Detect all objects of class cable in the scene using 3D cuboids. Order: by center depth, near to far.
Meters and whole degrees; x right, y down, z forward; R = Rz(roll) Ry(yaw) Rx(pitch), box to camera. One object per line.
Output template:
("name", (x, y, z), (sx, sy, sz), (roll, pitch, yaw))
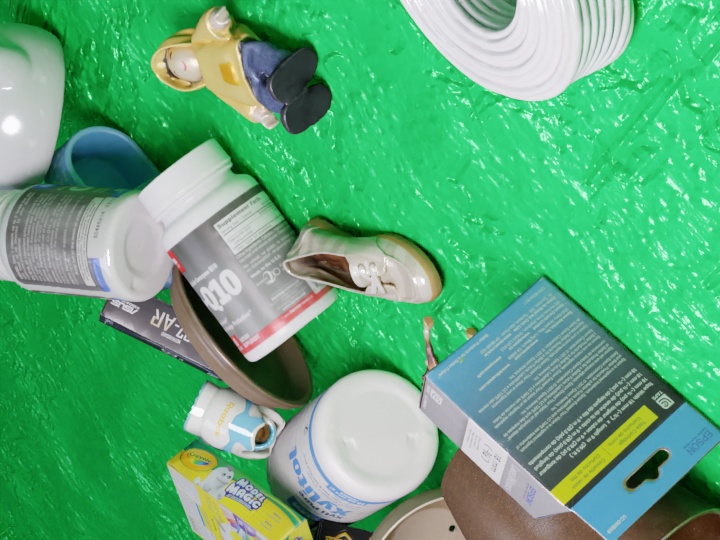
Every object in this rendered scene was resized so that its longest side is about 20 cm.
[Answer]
("cable", (0.095, -0.210, 1.263), (0.200, 0.069, 0.201), (35, 150, 32))

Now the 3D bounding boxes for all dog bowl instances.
("dog bowl", (-0.251, -0.072, 2.001), (0.200, 0.111, 0.050), (50, 141, 7))

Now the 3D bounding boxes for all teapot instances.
("teapot", (-0.407, -0.177, 1.997), (0.197, 0.145, 0.201), (-128, 49, -61))

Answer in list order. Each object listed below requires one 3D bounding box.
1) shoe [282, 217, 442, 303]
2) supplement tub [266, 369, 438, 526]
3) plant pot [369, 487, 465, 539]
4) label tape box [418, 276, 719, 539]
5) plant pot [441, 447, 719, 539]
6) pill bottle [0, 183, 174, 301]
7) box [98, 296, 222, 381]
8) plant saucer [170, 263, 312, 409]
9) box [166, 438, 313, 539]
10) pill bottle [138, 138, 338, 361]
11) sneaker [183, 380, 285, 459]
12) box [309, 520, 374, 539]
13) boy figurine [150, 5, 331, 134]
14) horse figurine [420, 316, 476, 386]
("shoe", (0.000, 0.000, 1.720), (0.200, 0.053, 0.070), (17, 138, 51))
("supplement tub", (-0.011, 0.185, 1.892), (0.132, 0.132, 0.200), (51, 155, 3))
("plant pot", (0.085, 0.298, 1.836), (0.201, 0.200, 0.134), (59, 175, -14))
("label tape box", (0.166, 0.121, 1.486), (0.200, 0.144, 0.063), (43, 153, 20))
("plant pot", (0.170, 0.215, 1.559), (0.200, 0.187, 0.187), (39, 152, 30))
("pill bottle", (-0.297, -0.031, 1.912), (0.199, 0.114, 0.114), (5, 131, 32))
("box", (-0.206, 0.068, 2.038), (0.160, 0.044, 0.200), (27, 173, -7))
("plant saucer", (-0.125, 0.065, 1.904), (0.200, 0.029, 0.200), (44, -162, -18))
("box", (-0.106, 0.263, 1.880), (0.200, 0.048, 0.118), (33, 150, 38))
("pill bottle", (-0.123, -0.021, 1.832), (0.200, 0.114, 0.114), (53, 155, -1))
("sneaker", (-0.120, 0.163, 1.938), (0.080, 0.077, 0.200), (25, -179, 12))
("box", (0.022, 0.320, 1.980), (0.199, 0.050, 0.160), (16, 158, -15))
("boy figurine", (-0.115, -0.185, 1.666), (0.200, 0.064, 0.125), (22, 144, 42))
("horse figurine", (0.115, 0.124, 1.693), (0.200, 0.050, 0.133), (39, 146, 32))
